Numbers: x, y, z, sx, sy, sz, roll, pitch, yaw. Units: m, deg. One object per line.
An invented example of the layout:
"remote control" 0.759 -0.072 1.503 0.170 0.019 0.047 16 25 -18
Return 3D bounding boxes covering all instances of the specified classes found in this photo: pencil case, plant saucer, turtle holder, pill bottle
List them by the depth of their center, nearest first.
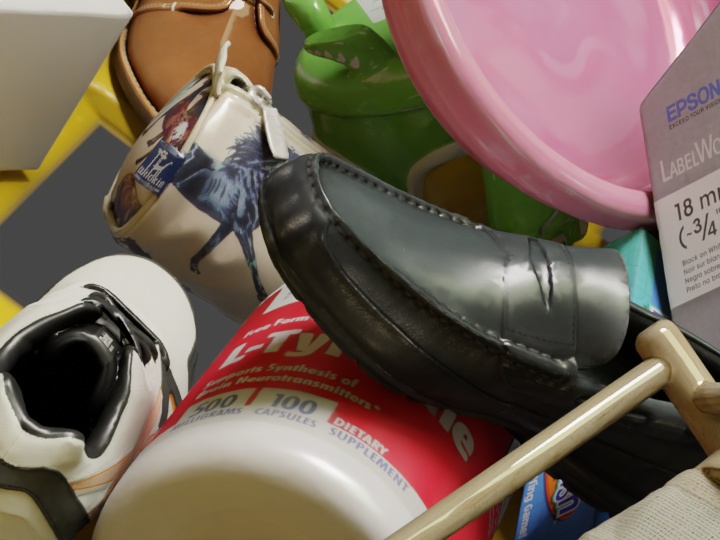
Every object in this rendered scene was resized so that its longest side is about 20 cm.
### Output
"pill bottle" -0.006 0.065 0.789 0.112 0.112 0.200 37 27 -1
"pencil case" 0.000 0.000 0.921 0.199 0.089 0.078 33 44 -12
"plant saucer" 0.079 -0.107 0.926 0.200 0.051 0.202 19 60 -35
"turtle holder" 0.057 -0.070 1.022 0.141 0.133 0.185 -34 26 -30

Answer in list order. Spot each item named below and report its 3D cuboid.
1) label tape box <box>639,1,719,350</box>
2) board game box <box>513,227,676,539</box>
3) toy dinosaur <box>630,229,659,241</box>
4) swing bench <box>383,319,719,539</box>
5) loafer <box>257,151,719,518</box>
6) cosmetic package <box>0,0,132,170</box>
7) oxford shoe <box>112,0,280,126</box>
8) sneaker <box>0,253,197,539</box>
"label tape box" 0.181 -0.031 0.902 0.143 0.063 0.202 11 64 -37
"board game box" 0.124 0.106 0.862 0.152 0.045 0.201 39 42 -25
"toy dinosaur" 0.123 0.059 0.994 0.102 0.077 0.201 19 68 3
"swing bench" 0.085 0.146 0.642 0.198 0.130 0.201 -31 101 -23
"loafer" 0.053 0.014 0.740 0.200 0.070 0.068 32 31 -32
"cosmetic package" -0.193 -0.097 0.844 0.108 0.085 0.199 48 30 22
"oxford shoe" -0.064 -0.112 1.040 0.071 0.071 0.201 25 31 -26
"sneaker" -0.087 0.039 0.770 0.073 0.080 0.200 34 26 -4
